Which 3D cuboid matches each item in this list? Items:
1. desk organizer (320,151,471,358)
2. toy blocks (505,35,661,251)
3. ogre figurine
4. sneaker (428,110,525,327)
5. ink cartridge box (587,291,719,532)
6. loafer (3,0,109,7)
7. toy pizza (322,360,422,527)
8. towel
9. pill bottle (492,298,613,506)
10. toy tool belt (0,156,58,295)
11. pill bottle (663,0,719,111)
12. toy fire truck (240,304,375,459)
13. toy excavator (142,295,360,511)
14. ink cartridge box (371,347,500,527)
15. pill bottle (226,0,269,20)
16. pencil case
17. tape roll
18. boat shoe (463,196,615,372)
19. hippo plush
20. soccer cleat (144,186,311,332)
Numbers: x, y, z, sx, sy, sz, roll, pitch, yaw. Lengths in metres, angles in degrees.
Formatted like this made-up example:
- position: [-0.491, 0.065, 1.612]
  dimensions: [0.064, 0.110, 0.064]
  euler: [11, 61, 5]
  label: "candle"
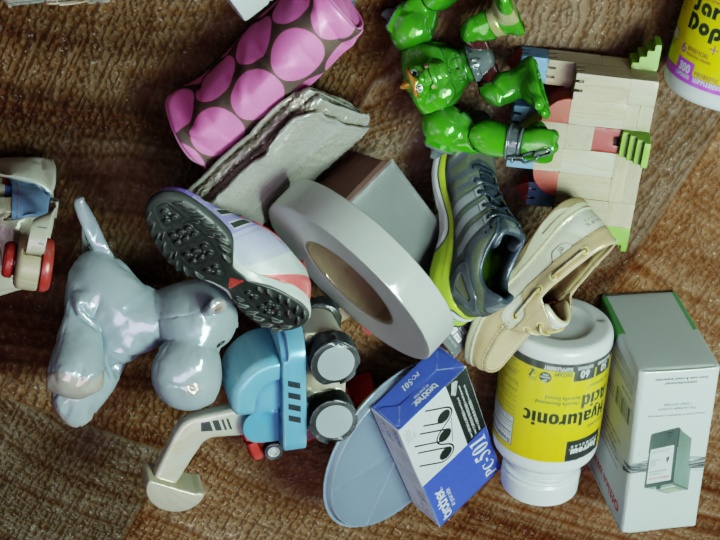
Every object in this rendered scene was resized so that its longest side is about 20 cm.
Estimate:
- position: [0.042, -0.017, 1.523]
  dimensions: [0.072, 0.077, 0.200]
  euler: [-45, 119, -12]
  label: "desk organizer"
- position: [0.197, -0.124, 1.497]
  dimensions: [0.136, 0.100, 0.201]
  euler: [6, 120, 2]
  label: "toy blocks"
- position: [0.096, -0.181, 1.433]
  dimensions: [0.120, 0.098, 0.200]
  euler: [-18, 114, 14]
  label: "ogre figurine"
- position: [0.115, -0.049, 1.473]
  dimensions: [0.074, 0.081, 0.201]
  euler: [7, 82, -45]
  label: "sneaker"
- position: [0.292, 0.143, 1.626]
  dimensions: [0.084, 0.146, 0.201]
  euler: [-4, 121, -8]
  label: "ink cartridge box"
- position: [-0.210, -0.254, 1.368]
  dimensions: [0.199, 0.072, 0.063]
  euler: [-18, 128, -1]
  label: "loafer"
- position: [0.031, 0.172, 1.625]
  dimensions: [0.200, 0.032, 0.201]
  euler: [-30, 139, -31]
  label: "toy pizza"
- position: [-0.086, -0.087, 1.458]
  dimensions: [0.200, 0.035, 0.132]
  euler: [-42, 161, 17]
  label: "towel"
- position: [0.192, 0.136, 1.628]
  dimensions: [0.111, 0.111, 0.201]
  euler: [-2, 121, -7]
  label: "pill bottle"
- position: [-0.333, -0.038, 1.400]
  dimensions: [0.122, 0.200, 0.125]
  euler: [7, 110, -15]
  label: "toy tool belt"
- position: [0.345, -0.249, 1.428]
  dimensions: [0.104, 0.104, 0.201]
  euler: [5, 119, -11]
  label: "pill bottle"
- position: [-0.042, 0.100, 1.608]
  dimensions: [0.199, 0.049, 0.141]
  euler: [-19, 121, 3]
  label: "toy fire truck"
- position: [-0.109, 0.129, 1.518]
  dimensions: [0.199, 0.100, 0.195]
  euler: [-4, 118, -12]
  label: "toy excavator"
- position: [0.079, 0.171, 1.613]
  dimensions: [0.094, 0.044, 0.200]
  euler: [-42, 144, -15]
  label: "ink cartridge box"
- position: [-0.044, -0.301, 1.312]
  dimensions: [0.200, 0.120, 0.120]
  euler: [-39, 119, 1]
  label: "pill bottle"
- position: [-0.089, -0.182, 1.417]
  dimensions: [0.200, 0.094, 0.091]
  euler: [-42, 162, 15]
  label: "pencil case"
- position: [0.000, 0.000, 1.456]
  dimensions: [0.037, 0.203, 0.203]
  euler: [-47, 119, -13]
  label: "tape roll"
- position: [0.168, 0.028, 1.497]
  dimensions: [0.074, 0.069, 0.200]
  euler: [-10, 138, -50]
  label: "boat shoe"
- position: [-0.196, 0.054, 1.496]
  dimensions: [0.160, 0.159, 0.201]
  euler: [8, 79, -2]
  label: "hippo plush"
- position: [-0.115, -0.023, 1.416]
  dimensions: [0.068, 0.073, 0.200]
  euler: [-25, 134, 29]
  label: "soccer cleat"
